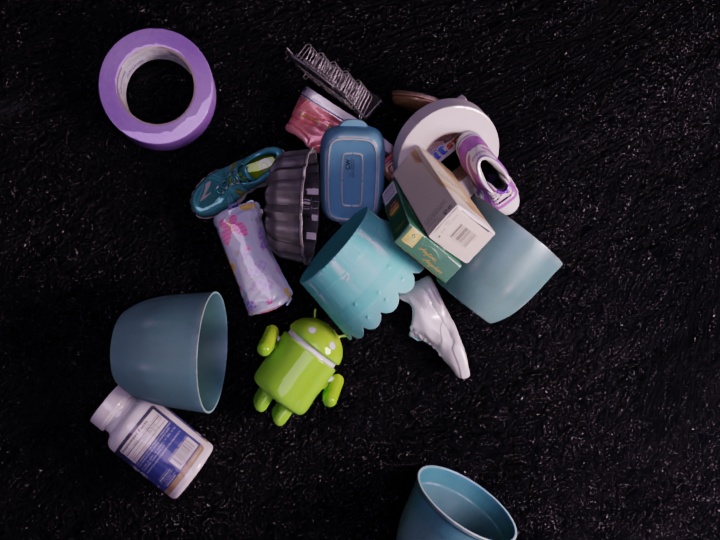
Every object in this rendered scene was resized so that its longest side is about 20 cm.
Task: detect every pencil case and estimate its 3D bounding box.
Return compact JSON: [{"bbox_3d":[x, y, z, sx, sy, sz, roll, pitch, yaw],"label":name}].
[{"bbox_3d":[-0.193,-0.022,1.242,0.089,0.083,0.204,-21,91,-16],"label":"pencil case"}]

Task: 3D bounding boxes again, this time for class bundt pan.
[{"bbox_3d":[-0.120,-0.113,1.201,0.074,0.202,0.207,4,88,4],"label":"bundt pan"}]

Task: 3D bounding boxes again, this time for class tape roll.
[{"bbox_3d":[-0.360,-0.322,1.235,0.195,0.066,0.205,0,88,-7],"label":"tape roll"},{"bbox_3d":[0.155,-0.209,1.255,0.198,0.037,0.206,-9,127,-12],"label":"tape roll"}]

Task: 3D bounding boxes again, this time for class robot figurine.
[{"bbox_3d":[-0.111,0.172,1.231,0.175,0.116,0.201,38,84,-9],"label":"robot figurine"}]

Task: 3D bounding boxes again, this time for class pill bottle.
[{"bbox_3d":[-0.364,0.291,1.200,0.199,0.111,0.112,40,85,-5],"label":"pill bottle"}]

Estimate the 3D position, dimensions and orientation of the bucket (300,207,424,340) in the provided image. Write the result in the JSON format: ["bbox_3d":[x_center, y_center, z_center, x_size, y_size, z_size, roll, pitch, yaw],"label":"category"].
[{"bbox_3d":[0.000,0.000,1.203,0.135,0.207,0.208,43,84,-12],"label":"bucket"}]

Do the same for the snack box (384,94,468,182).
[{"bbox_3d":[0.129,-0.230,1.271,0.199,0.024,0.072,-38,126,11],"label":"snack box"}]

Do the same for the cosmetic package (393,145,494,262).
[{"bbox_3d":[0.137,-0.115,1.165,0.104,0.201,0.071,30,114,-35],"label":"cosmetic package"}]

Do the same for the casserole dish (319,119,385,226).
[{"bbox_3d":[-0.015,-0.168,1.249,0.118,0.039,0.204,1,113,-1],"label":"casserole dish"}]

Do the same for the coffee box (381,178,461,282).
[{"bbox_3d":[0.098,-0.072,1.179,0.122,0.201,0.044,37,109,-23],"label":"coffee box"}]

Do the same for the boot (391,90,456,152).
[{"bbox_3d":[0.142,-0.279,1.298,0.197,0.074,0.077,21,96,-8],"label":"boot"}]

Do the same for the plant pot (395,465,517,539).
[{"bbox_3d":[0.148,0.490,1.229,0.197,0.200,0.191,25,101,-6],"label":"plant pot"}]

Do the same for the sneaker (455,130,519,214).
[{"bbox_3d":[0.241,-0.147,1.234,0.072,0.115,0.200,-39,130,11],"label":"sneaker"}]

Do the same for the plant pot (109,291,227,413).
[{"bbox_3d":[-0.326,0.135,1.172,0.157,0.201,0.205,2,89,3],"label":"plant pot"}]

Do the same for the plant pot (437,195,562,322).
[{"bbox_3d":[0.231,-0.008,1.235,0.199,0.201,0.162,37,95,-5],"label":"plant pot"}]

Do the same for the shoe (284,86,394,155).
[{"bbox_3d":[-0.040,-0.246,1.276,0.198,0.072,0.092,31,99,-10],"label":"shoe"}]

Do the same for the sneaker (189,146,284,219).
[{"bbox_3d":[-0.222,-0.166,1.242,0.198,0.080,0.078,-34,93,-6],"label":"sneaker"}]

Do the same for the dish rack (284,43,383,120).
[{"bbox_3d":[-0.048,-0.333,1.201,0.152,0.200,0.055,36,97,10],"label":"dish rack"}]

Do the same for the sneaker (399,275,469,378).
[{"bbox_3d":[0.136,0.117,1.294,0.087,0.075,0.203,-26,86,6],"label":"sneaker"}]
